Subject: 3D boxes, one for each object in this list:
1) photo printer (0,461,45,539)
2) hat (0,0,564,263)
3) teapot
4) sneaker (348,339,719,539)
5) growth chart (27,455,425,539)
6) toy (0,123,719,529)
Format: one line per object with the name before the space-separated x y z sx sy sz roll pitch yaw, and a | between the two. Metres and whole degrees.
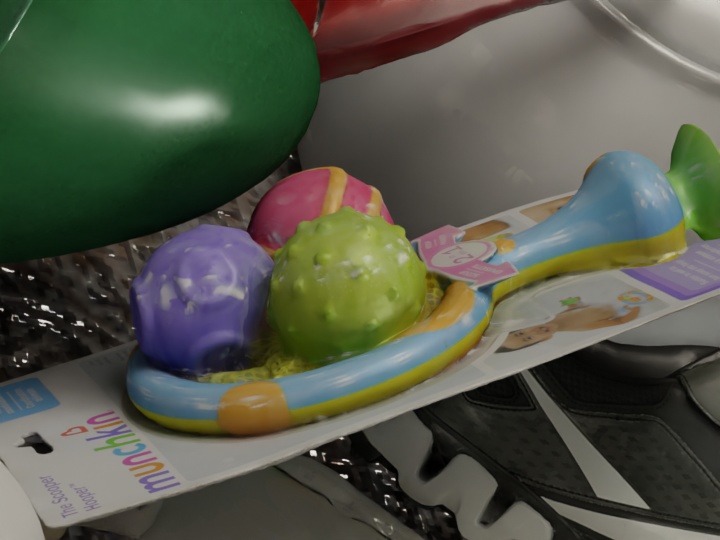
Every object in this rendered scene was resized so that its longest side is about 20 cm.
photo printer | -0.171 0.058 0.634 0.200 0.070 0.166 34 34 3
hat | -0.031 -0.028 0.772 0.176 0.200 0.166 34 19 -18
teapot | 0.081 -0.064 0.910 0.200 0.146 0.197 -15 55 -44
sneaker | 0.097 0.067 0.800 0.200 0.091 0.066 37 15 10
growth chart | 0.005 0.095 0.744 0.200 0.018 0.145 36 21 6
toy | 0.000 0.000 0.750 0.199 0.047 0.115 -15 16 -15
